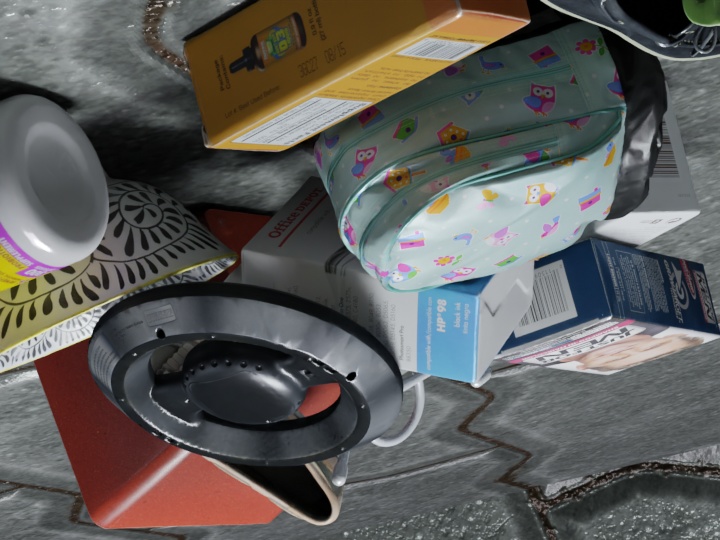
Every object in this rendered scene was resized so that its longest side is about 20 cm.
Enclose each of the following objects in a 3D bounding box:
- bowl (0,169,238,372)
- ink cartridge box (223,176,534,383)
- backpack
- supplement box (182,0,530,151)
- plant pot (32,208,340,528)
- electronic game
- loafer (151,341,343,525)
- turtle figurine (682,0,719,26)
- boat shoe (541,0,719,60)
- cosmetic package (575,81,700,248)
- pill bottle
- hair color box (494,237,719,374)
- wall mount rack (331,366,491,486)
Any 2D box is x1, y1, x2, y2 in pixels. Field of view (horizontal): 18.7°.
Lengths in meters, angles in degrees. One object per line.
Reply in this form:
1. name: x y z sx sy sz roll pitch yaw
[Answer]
1. bowl: -0.188 -0.009 1.410 0.201 0.094 0.201 -24 178 -1
2. ink cartridge box: 0.000 0.000 1.400 0.200 0.067 0.116 11 -150 19
3. backpack: 0.075 -0.071 1.297 0.200 0.127 0.167 -15 144 -13
4. supplement box: -0.006 -0.129 1.201 0.200 0.067 0.069 -23 165 37
5. plant pot: -0.105 0.061 1.621 0.176 0.200 0.200 -37 155 31
6. electronic game: -0.072 0.067 1.369 0.200 0.042 0.200 6 147 4
7. loafer: -0.087 0.102 1.482 0.200 0.063 0.072 38 103 -21
8. turtle figurine: 0.279 -0.165 1.158 0.194 0.200 0.144 4 125 -36
9. boat shoe: 0.176 -0.156 1.217 0.200 0.075 0.062 8 -173 -44
10. cosmetic package: 0.140 -0.052 1.546 0.071 0.102 0.200 -2 162 -35
11. pill bottle: -0.256 -0.026 1.306 0.200 0.104 0.104 -20 164 27
12. hair color box: 0.171 0.029 1.557 0.100 0.061 0.200 -21 165 28
13. wall mount rack: 0.010 0.052 1.532 0.174 0.200 0.075 -30 -152 -36
